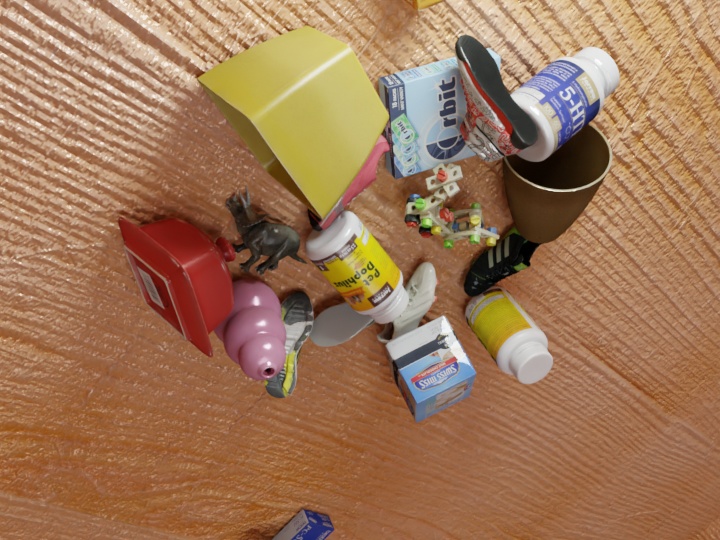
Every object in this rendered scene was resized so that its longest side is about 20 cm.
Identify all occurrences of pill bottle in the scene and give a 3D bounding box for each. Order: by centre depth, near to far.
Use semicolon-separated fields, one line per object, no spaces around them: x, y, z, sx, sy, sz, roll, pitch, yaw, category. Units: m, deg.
0.334;-0.284;1.277;0.200;0.119;0.120;-39;135;-18;pill bottle
0.000;0.000;1.332;0.109;0.109;0.200;-38;119;5;pill bottle
0.298;0.130;1.529;0.108;0.200;0.110;-13;129;-16;pill bottle

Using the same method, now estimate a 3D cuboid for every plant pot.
-0.081;-0.232;1.098;0.176;0.200;0.200;-43;132;-6;plant pot
0.337;-0.148;1.382;0.185;0.187;0.201;-19;146;-11;plant pot

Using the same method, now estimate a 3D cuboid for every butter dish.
-0.263;-0.001;1.204;0.148;0.199;0.201;-36;138;-28;butter dish

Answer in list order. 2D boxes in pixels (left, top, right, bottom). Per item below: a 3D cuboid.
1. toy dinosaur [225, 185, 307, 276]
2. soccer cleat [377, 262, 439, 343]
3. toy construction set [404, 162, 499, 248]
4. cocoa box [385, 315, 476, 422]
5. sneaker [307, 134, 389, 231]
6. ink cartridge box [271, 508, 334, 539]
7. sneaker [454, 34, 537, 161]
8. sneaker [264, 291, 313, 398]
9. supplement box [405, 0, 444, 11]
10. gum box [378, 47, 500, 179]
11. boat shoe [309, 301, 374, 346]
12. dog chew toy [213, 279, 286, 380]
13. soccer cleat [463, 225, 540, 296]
-0.148;-0.045;1.274;0.199;0.077;0.102;29;116;-35;toy dinosaur
0.092;0.071;1.486;0.077;0.069;0.201;3;126;-24;soccer cleat
0.155;-0.102;1.345;0.130;0.093;0.200;-1;149;29;toy construction set
0.138;0.200;1.513;0.133;0.132;0.200;-25;159;-6;cocoa box
-0.016;-0.144;1.264;0.086;0.074;0.201;14;118;-34;sneaker
-0.163;0.656;1.822;0.200;0.044;0.094;-48;132;13;ink cartridge box
0.184;-0.263;1.211;0.202;0.108;0.067;52;54;-12;sneaker
-0.141;0.131;1.420;0.074;0.085;0.201;15;97;-11;sneaker
0.076;-0.472;1.063;0.068;0.067;0.201;-26;131;-5;supplement box
0.134;-0.259;1.268;0.199;0.045;0.171;-19;131;-13;gum box
-0.005;0.083;1.441;0.199;0.071;0.064;-30;169;-5;boat shoe
-0.181;0.105;1.288;0.124;0.200;0.125;-13;129;-16;dog chew toy
0.283;-0.016;1.499;0.200;0.081;0.067;-47;130;13;soccer cleat
